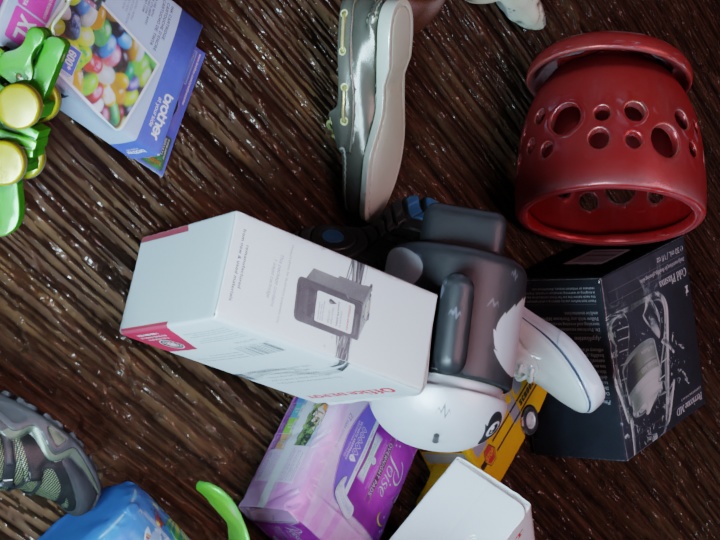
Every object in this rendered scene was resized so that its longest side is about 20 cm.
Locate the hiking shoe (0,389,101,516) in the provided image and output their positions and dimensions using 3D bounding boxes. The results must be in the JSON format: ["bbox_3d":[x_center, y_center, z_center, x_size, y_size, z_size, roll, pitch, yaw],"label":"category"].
[{"bbox_3d":[-0.263,0.123,0.918,0.200,0.075,0.101,42,66,-30],"label":"hiking shoe"}]

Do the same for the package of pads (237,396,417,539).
[{"bbox_3d":[-0.013,0.155,1.202,0.121,0.075,0.201,48,53,-33],"label":"package of pads"}]

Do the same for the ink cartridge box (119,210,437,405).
[{"bbox_3d":[-0.060,0.035,1.068,0.199,0.144,0.084,22,70,-34],"label":"ink cartridge box"}]

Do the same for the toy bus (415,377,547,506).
[{"bbox_3d":[0.118,0.156,1.367,0.201,0.065,0.079,-53,126,-37],"label":"toy bus"}]

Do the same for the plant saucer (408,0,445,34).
[{"bbox_3d":[0.040,-0.327,1.322,0.199,0.036,0.203,5,83,-50],"label":"plant saucer"}]

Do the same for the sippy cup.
[{"bbox_3d":[-0.164,0.229,0.986,0.131,0.139,0.178,59,21,-16],"label":"sippy cup"}]

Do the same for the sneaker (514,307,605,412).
[{"bbox_3d":[0.145,0.076,1.340,0.071,0.200,0.073,-38,156,-26],"label":"sneaker"}]

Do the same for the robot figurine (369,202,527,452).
[{"bbox_3d":[0.075,0.050,1.157,0.150,0.124,0.203,21,75,-47],"label":"robot figurine"}]

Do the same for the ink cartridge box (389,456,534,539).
[{"bbox_3d":[0.083,0.279,1.220,0.147,0.085,0.201,-47,149,-20],"label":"ink cartridge box"}]

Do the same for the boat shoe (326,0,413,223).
[{"bbox_3d":[0.004,-0.146,1.245,0.072,0.060,0.204,-31,131,-61],"label":"boat shoe"}]

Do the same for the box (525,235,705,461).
[{"bbox_3d":[0.272,0.080,1.516,0.199,0.123,0.199,-22,107,-48],"label":"box"}]

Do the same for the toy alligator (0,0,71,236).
[{"bbox_3d":[-0.234,-0.125,0.942,0.059,0.054,0.202,-76,-177,-79],"label":"toy alligator"}]

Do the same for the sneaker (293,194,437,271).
[{"bbox_3d":[0.000,0.000,1.226,0.198,0.073,0.083,-17,136,-34],"label":"sneaker"}]

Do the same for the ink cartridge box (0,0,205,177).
[{"bbox_3d":[-0.190,-0.168,1.037,0.200,0.042,0.121,37,61,-45],"label":"ink cartridge box"}]

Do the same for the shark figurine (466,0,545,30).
[{"bbox_3d":[0.163,-0.352,1.424,0.127,0.216,0.090,0,46,-22],"label":"shark figurine"}]

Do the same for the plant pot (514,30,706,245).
[{"bbox_3d":[0.264,-0.138,1.460,0.200,0.199,0.185,25,64,-47],"label":"plant pot"}]
